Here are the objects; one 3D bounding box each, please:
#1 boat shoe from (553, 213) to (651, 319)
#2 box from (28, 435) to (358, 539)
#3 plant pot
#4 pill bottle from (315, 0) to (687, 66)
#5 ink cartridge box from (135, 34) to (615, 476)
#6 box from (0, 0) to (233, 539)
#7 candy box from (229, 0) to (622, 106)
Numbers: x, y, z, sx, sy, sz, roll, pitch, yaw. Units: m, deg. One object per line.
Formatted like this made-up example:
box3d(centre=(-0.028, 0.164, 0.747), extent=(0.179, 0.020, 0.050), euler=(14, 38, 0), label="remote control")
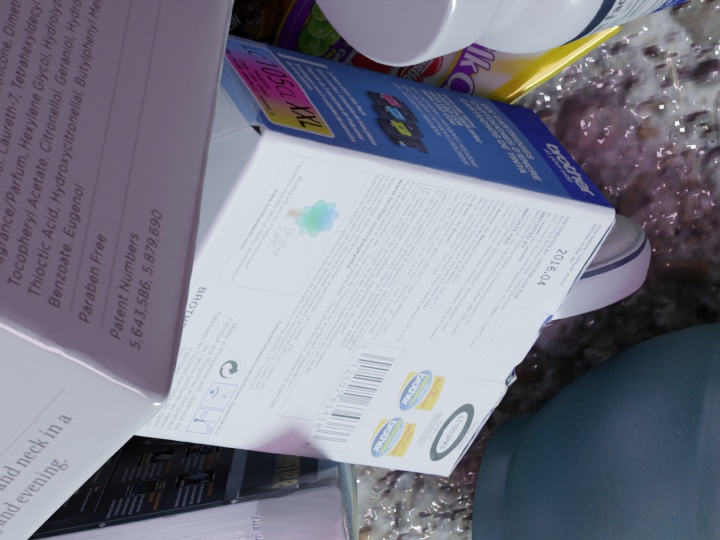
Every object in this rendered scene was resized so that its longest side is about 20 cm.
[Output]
box3d(centre=(0.023, -0.029, 0.972), extent=(0.201, 0.075, 0.087), euler=(0, 114, -1), label="boat shoe")
box3d(centre=(-0.080, 0.101, 0.946), extent=(0.157, 0.200, 0.049), euler=(-10, 98, 0), label="box")
box3d(centre=(0.129, 0.121, 1.023), extent=(0.133, 0.201, 0.201), euler=(-3, 126, 23), label="plant pot")
box3d(centre=(0.079, -0.144, 0.834), extent=(0.199, 0.116, 0.116), euler=(-21, 128, -33), label="pill bottle")
box3d(centre=(0.000, 0.000, 0.870), extent=(0.199, 0.076, 0.137), euler=(12, 121, -36), label="ink cartridge box")
box3d(centre=(-0.149, -0.009, 0.695), extent=(0.130, 0.201, 0.199), euler=(28, 131, -23), label="box")
box3d(centre=(-0.006, -0.082, 0.922), extent=(0.200, 0.026, 0.102), euler=(-34, 90, 8), label="candy box")
